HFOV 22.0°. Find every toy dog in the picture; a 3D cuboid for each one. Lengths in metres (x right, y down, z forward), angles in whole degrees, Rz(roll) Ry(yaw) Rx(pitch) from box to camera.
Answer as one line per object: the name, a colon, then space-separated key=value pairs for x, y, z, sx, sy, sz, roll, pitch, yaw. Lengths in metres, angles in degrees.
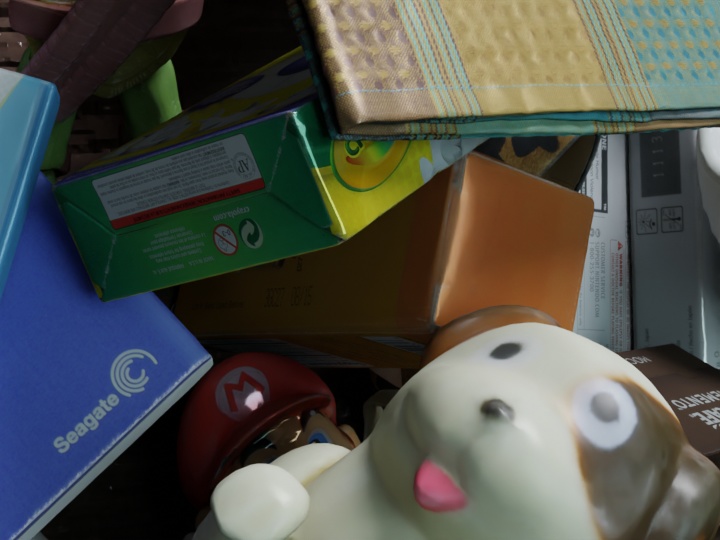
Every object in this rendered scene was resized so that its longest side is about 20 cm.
toy dog: x=0.028 y=0.111 z=0.589 sx=0.193 sy=0.140 sz=0.201 roll=14 pitch=114 yaw=-44

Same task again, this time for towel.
towel: x=0.045 y=-0.110 z=0.606 sx=0.199 sy=0.022 sz=0.148 roll=-6 pitch=70 yaw=-41

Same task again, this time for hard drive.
hard drive: x=-0.165 y=0.003 z=0.629 sx=0.132 sy=0.025 sz=0.200 roll=-43 pitch=83 yaw=-10

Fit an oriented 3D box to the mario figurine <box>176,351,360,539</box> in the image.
mario figurine: x=-0.001 y=0.121 z=0.711 sx=0.201 sy=0.106 sz=0.123 roll=59 pitch=27 yaw=1

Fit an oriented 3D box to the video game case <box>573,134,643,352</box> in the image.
video game case: x=0.143 y=0.010 z=0.904 sx=0.181 sy=0.023 sz=0.203 roll=4 pitch=85 yaw=-48

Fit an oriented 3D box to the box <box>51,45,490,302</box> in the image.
box: x=0.003 y=-0.058 z=0.638 sx=0.200 sy=0.117 sz=0.049 roll=-34 pitch=106 yaw=-47

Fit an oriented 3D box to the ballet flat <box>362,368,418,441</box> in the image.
ballet flat: x=0.033 y=0.059 z=0.783 sx=0.068 sy=0.072 sz=0.202 roll=-36 pitch=139 yaw=-41

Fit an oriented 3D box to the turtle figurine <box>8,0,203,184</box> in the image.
turtle figurine: x=-0.117 y=-0.098 z=0.715 sx=0.144 sy=0.198 sz=0.196 roll=-32 pitch=129 yaw=-54

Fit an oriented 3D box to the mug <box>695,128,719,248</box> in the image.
mug: x=0.251 y=-0.045 z=0.812 sx=0.200 sy=0.148 sz=0.175 roll=-41 pitch=127 yaw=17

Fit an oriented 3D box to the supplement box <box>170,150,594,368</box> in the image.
supplement box: x=0.000 y=0.000 z=0.715 sx=0.068 sy=0.199 sz=0.067 roll=17 pitch=79 yaw=-33

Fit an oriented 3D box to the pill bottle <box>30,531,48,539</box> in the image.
pill bottle: x=-0.098 y=0.186 z=0.691 sx=0.200 sy=0.113 sz=0.114 roll=50 pitch=62 yaw=-23

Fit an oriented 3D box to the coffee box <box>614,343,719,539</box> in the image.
coffee box: x=0.103 y=0.140 z=0.793 sx=0.112 sy=0.079 sz=0.202 roll=-5 pitch=119 yaw=-52

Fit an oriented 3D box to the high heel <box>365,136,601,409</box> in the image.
high heel: x=0.064 y=0.019 z=0.795 sx=0.071 sy=0.142 sz=0.202 roll=-20 pitch=100 yaw=-35

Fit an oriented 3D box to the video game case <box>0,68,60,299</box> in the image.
video game case: x=-0.214 y=-0.019 z=0.609 sx=0.198 sy=0.018 sz=0.145 roll=15 pitch=77 yaw=1

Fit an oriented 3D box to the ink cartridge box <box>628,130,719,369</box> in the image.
ink cartridge box: x=0.198 y=0.007 z=0.918 sx=0.173 sy=0.043 sz=0.203 roll=1 pitch=87 yaw=-49
